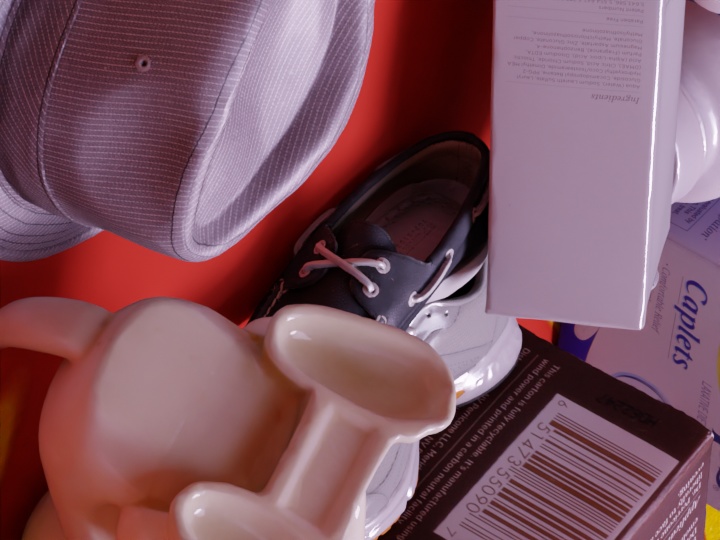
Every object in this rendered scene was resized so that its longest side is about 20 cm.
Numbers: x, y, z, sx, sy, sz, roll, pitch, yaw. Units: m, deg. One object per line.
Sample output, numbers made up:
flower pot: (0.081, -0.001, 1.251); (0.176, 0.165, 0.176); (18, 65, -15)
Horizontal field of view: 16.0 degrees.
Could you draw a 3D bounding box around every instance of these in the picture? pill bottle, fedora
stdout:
pill bottle: (0.185, -0.103, 1.356); (0.200, 0.112, 0.112); (-36, 145, -41)
fedora: (-0.062, -0.074, 0.956); (0.200, 0.090, 0.177); (-59, 154, -4)

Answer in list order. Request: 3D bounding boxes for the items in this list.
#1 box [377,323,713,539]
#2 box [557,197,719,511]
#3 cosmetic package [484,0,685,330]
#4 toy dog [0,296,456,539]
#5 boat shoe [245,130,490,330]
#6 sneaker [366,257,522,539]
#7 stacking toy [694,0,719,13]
box: (0.071, 0.159, 1.346); (0.166, 0.164, 0.200); (-45, 150, -31)
box: (0.221, 0.037, 1.456); (0.105, 0.200, 0.184); (-40, 147, -35)
cosmetic package: (0.106, -0.085, 1.192); (0.113, 0.081, 0.200); (-62, 157, -61)
toy dog: (-0.080, 0.106, 1.036); (0.200, 0.194, 0.140); (122, -13, -55)
boat shoe: (0.000, 0.000, 1.174); (0.200, 0.076, 0.060); (-50, 155, -48)
sneaker: (0.007, 0.050, 1.244); (0.200, 0.076, 0.092); (-51, 146, -37)
stacking toy: (0.152, -0.208, 1.068); (0.146, 0.146, 0.200); (-21, 107, -53)
